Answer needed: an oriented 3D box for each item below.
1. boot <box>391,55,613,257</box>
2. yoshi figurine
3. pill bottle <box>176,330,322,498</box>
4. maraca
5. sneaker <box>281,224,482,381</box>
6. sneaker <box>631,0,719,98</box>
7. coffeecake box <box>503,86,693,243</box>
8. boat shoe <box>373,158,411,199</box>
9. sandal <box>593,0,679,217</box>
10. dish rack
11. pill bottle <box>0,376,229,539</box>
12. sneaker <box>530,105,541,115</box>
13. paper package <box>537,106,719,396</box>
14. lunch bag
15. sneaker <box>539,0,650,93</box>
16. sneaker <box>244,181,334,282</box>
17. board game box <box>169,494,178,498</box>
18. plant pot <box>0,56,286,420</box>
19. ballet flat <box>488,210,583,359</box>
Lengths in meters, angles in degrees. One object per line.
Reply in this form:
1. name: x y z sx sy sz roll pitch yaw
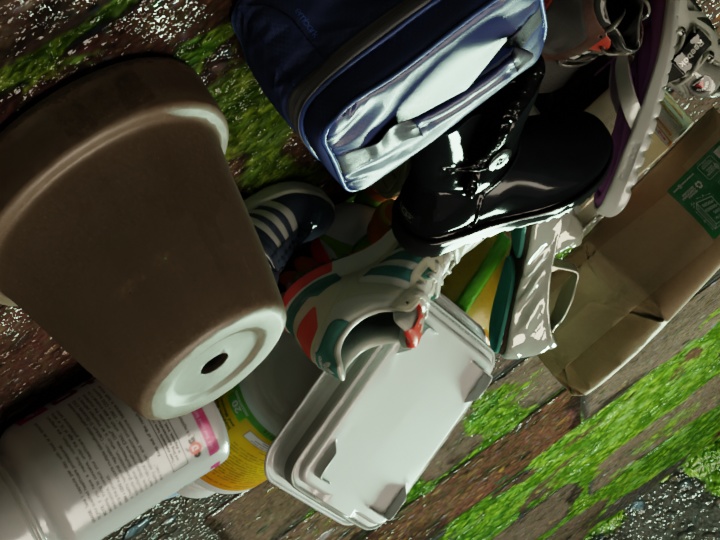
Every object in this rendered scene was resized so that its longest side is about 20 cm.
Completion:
1. boot: 0.115 -0.102 1.549 0.199 0.077 0.169 -24 153 -22
2. yoshi figurine: 0.014 0.000 1.771 0.112 0.112 0.200 -29 164 -41
3. pill bottle: -0.098 0.122 1.812 0.111 0.112 0.200 -21 170 -40
4. maraca: 0.086 0.033 1.927 0.200 0.106 0.137 -57 179 -46
5. sneaker: 0.039 0.013 1.619 0.199 0.094 0.071 -31 142 -9
6. sneaker: 0.269 -0.191 1.812 0.074 0.089 0.200 -42 160 19
7. coffeecake box: 0.199 -0.092 1.855 0.153 0.073 0.200 -43 177 17
8. boat shoe: 0.046 -0.123 1.582 0.068 0.075 0.200 -23 156 -21
9. sandal: 0.209 -0.145 1.695 0.082 0.049 0.205 -174 -82 -81
10. dish rack: 0.026 0.114 1.724 0.201 0.043 0.171 -54 143 -1
11. pill bottle: -0.212 0.150 1.693 0.199 0.114 0.114 -31 161 -18
12. sneaker: 0.088 -0.105 1.713 0.088 0.076 0.200 -37 164 15
13. paper package: 0.249 -0.014 1.863 0.200 0.103 0.191 -43 176 -28
14. lunch bag: 0.032 -0.153 1.397 0.199 0.133 0.136 -36 161 -3
15. sneaker: 0.174 -0.186 1.655 0.077 0.082 0.200 -28 159 -26
16. sneaker: -0.077 -0.010 1.610 0.199 0.085 0.075 -14 151 -51
17. board game box: -0.210 0.188 1.934 0.199 0.020 0.103 -13 151 -51
18. plant pot: -0.137 -0.007 1.370 0.199 0.175 0.201 -33 160 -14
19. ballet flat: 0.147 -0.014 1.744 0.069 0.069 0.201 -23 135 -35
